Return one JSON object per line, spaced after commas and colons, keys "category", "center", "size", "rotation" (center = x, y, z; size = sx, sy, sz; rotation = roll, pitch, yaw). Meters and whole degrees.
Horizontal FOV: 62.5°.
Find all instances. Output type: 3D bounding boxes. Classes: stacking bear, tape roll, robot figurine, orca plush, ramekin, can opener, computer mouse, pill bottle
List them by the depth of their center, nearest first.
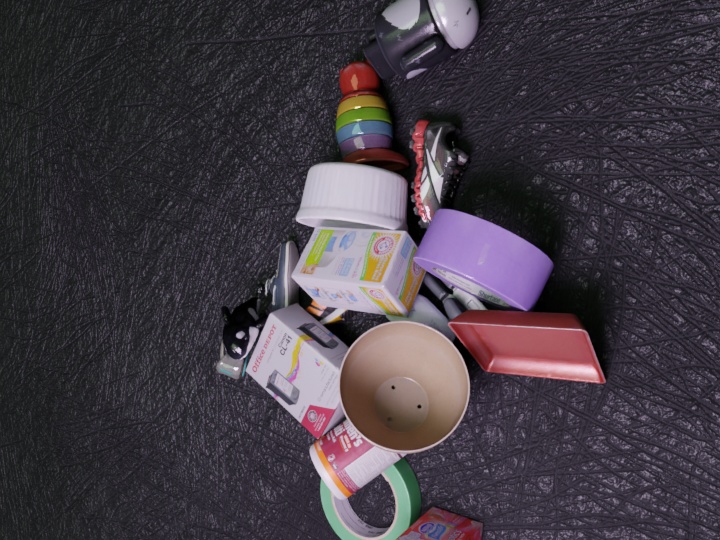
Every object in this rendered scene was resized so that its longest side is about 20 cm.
{"category": "tape roll", "center": [0.186, -0.011, 0.911], "size": [0.199, 0.200, 0.086], "rotation": [26, 87, 28]}
{"category": "robot figurine", "center": [0.101, -0.408, 1.003], "size": [0.199, 0.124, 0.152], "rotation": [-20, 84, 31]}
{"category": "computer mouse", "center": [0.082, 0.064, 1.028], "size": [0.110, 0.044, 0.199], "rotation": [-45, 53, -13]}
{"category": "can opener", "center": [0.144, 0.025, 1.030], "size": [0.053, 0.066, 0.200], "rotation": [-48, 63, 19]}
{"category": "ramekin", "center": [-0.009, -0.122, 1.043], "size": [0.199, 0.200, 0.099], "rotation": [7, 88, 31]}
{"category": "pill bottle", "center": [0.018, 0.300, 1.047], "size": [0.199, 0.110, 0.110], "rotation": [-35, 72, -4]}
{"category": "stacking bear", "center": [0.006, -0.281, 1.081], "size": [0.120, 0.113, 0.202], "rotation": [-11, 81, 31]}
{"category": "orca plush", "center": [-0.226, 0.083, 1.123], "size": [0.105, 0.201, 0.071], "rotation": [-27, 116, 31]}
{"category": "tape roll", "center": [0.017, 0.427, 1.127], "size": [0.199, 0.048, 0.203], "rotation": [1, 92, 32]}

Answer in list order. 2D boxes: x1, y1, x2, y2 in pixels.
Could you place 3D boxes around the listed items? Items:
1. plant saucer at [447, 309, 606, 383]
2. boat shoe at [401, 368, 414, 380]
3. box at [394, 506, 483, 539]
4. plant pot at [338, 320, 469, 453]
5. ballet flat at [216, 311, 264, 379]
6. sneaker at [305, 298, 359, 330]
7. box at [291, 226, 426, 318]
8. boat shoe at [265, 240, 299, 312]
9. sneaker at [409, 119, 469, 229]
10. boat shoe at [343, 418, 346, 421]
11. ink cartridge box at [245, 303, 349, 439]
{"category": "plant saucer", "center": [0.258, 0.111, 0.904], "size": [0.198, 0.200, 0.037], "rotation": [0, 61, 31]}
{"category": "boat shoe", "center": [0.087, 0.167, 1.062], "size": [0.200, 0.074, 0.062], "rotation": [-47, 63, 18]}
{"category": "box", "center": [0.119, 0.482, 0.976], "size": [0.102, 0.199, 0.096], "rotation": [8, 95, 30]}
{"category": "plant pot", "center": [0.067, 0.199, 0.952], "size": [0.198, 0.135, 0.202], "rotation": [-1, 64, 2]}
{"category": "ballet flat", "center": [-0.242, 0.139, 1.194], "size": [0.063, 0.201, 0.068], "rotation": [15, 118, -4]}
{"category": "sneaker", "center": [-0.066, 0.063, 1.159], "size": [0.199, 0.070, 0.091], "rotation": [-32, 70, 24]}
{"category": "box", "center": [0.000, 0.000, 1.026], "size": [0.198, 0.101, 0.113], "rotation": [6, 60, 37]}
{"category": "boat shoe", "center": [-0.158, 0.039, 1.210], "size": [0.061, 0.075, 0.202], "rotation": [3, 102, 20]}
{"category": "sneaker", "center": [0.140, -0.163, 1.018], "size": [0.097, 0.071, 0.203], "rotation": [-3, 89, 34]}
{"category": "boat shoe", "center": [-0.019, 0.251, 1.137], "size": [0.068, 0.056, 0.202], "rotation": [26, 105, 28]}
{"category": "ink cartridge box", "center": [-0.098, 0.182, 1.092], "size": [0.199, 0.085, 0.149], "rotation": [36, 115, 20]}
